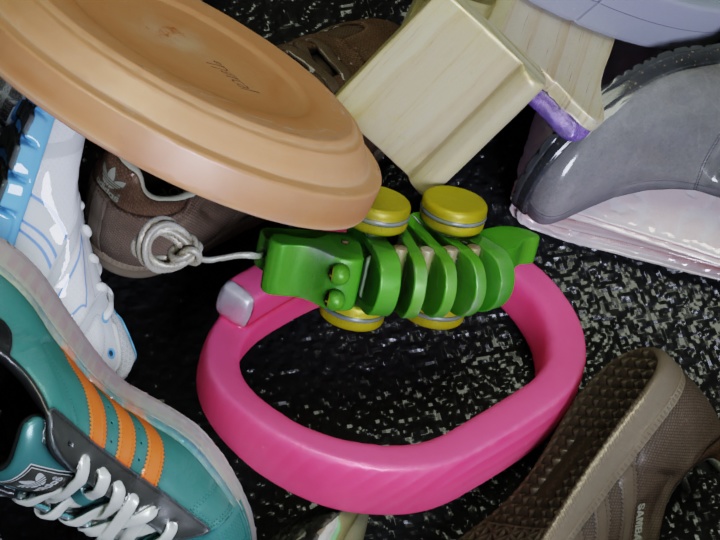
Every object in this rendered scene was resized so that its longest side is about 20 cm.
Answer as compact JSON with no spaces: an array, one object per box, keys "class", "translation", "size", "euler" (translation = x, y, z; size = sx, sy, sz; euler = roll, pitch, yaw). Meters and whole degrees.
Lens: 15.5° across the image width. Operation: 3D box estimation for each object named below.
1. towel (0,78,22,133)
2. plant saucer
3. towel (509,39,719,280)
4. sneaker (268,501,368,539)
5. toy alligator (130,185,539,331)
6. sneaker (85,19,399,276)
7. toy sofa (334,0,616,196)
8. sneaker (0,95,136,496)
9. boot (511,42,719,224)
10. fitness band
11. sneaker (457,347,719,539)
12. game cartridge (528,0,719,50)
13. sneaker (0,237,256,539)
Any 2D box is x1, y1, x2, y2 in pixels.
[{"class":"towel","translation":[-0.165,-0.163,1.303],"size":[0.165,0.086,0.200],"euler":[32,60,11]},{"class":"plant saucer","translation":[-0.078,-0.083,1.117],"size":[0.199,0.032,0.200],"euler":[27,17,-9]},{"class":"towel","translation":[0.187,-0.081,1.333],"size":[0.190,0.032,0.201],"euler":[18,58,2]},{"class":"sneaker","translation":[-0.027,0.188,1.132],"size":[0.088,0.077,0.201],"euler":[37,54,-22]},{"class":"toy alligator","translation":[0.000,0.000,1.157],"size":[0.199,0.060,0.054],"euler":[-1,27,-28]},{"class":"sneaker","translation":[-0.044,-0.069,1.259],"size":[0.200,0.076,0.070],"euler":[-37,70,-25]},{"class":"toy sofa","translation":[0.064,-0.112,1.258],"size":[0.098,0.083,0.200],"euler":[42,30,-11]},{"class":"sneaker","translation":[-0.137,0.009,1.184],"size":[0.086,0.075,0.201],"euler":[14,94,-13]},{"class":"boot","translation":[0.182,-0.044,1.257],"size":[0.199,0.070,0.132],"euler":[-30,73,-18]},{"class":"fitness band","translation":[0.017,0.039,1.203],"size":[0.143,0.038,0.200],"euler":[37,41,23]},{"class":"sneaker","translation":[0.093,0.130,1.168],"size":[0.200,0.070,0.076],"euler":[-49,113,-12]},{"class":"game cartridge","translation":[0.119,-0.168,1.277],"size":[0.199,0.041,0.134],"euler":[5,54,-50]},{"class":"sneaker","translation":[-0.125,0.078,1.111],"size":[0.200,0.071,0.080],"euler":[47,33,-18]}]
